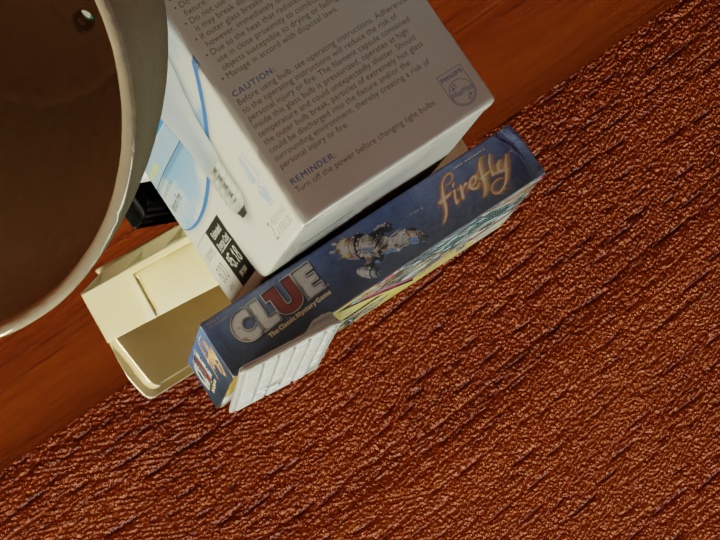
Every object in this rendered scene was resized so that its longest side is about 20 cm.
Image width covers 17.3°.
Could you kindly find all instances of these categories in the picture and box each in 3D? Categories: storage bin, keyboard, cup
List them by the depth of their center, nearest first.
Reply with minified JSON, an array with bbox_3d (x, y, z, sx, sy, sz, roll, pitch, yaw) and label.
[{"bbox_3d":[-0.152,-0.091,0.887,0.200,0.200,0.143,-38,-173,27],"label":"cup"},{"bbox_3d":[-0.042,0.052,1.248,0.056,0.011,0.200,-33,175,-9],"label":"keyboard"},{"bbox_3d":[-0.046,-0.017,1.520,0.200,0.094,0.198,-26,-175,45],"label":"storage bin"}]

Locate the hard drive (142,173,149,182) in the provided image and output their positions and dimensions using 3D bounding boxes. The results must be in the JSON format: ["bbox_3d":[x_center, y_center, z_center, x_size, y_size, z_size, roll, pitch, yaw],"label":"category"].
[{"bbox_3d":[-0.129,-0.068,1.437,0.199,0.027,0.132,-12,-178,-13],"label":"hard drive"}]

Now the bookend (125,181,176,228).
[{"bbox_3d":[-0.074,-0.129,1.596,0.200,0.092,0.199,-38,175,13],"label":"bookend"}]

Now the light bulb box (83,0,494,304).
[{"bbox_3d":[-0.055,-0.111,1.237,0.124,0.201,0.198,-33,175,-18],"label":"light bulb box"}]

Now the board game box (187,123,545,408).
[{"bbox_3d":[0.000,0.000,1.292,0.199,0.035,0.136,-33,175,-12],"label":"board game box"}]
